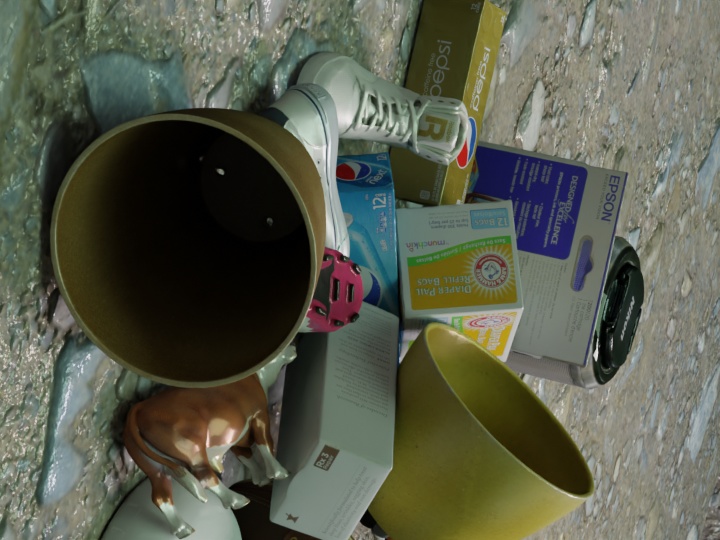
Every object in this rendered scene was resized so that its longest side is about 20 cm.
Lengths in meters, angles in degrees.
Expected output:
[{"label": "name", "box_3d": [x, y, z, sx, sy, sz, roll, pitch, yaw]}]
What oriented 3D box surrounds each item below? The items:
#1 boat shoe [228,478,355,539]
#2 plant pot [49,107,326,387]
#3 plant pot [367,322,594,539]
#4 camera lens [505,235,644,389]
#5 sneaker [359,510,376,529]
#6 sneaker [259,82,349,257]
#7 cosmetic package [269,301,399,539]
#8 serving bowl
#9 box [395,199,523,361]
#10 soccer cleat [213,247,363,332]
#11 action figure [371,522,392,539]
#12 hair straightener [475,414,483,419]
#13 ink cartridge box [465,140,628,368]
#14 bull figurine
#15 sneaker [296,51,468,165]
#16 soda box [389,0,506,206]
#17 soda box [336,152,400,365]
[{"label": "boat shoe", "box_3d": [-0.042, 0.241, 1.547, 0.072, 0.199, 0.067, -62, 162, 19]}, {"label": "plant pot", "box_3d": [-0.096, -0.038, 1.330, 0.200, 0.184, 0.188, -50, 147, -69]}, {"label": "plant pot", "box_3d": [0.080, 0.166, 1.603, 0.142, 0.200, 0.200, -46, 162, 15]}, {"label": "camera lens", "box_3d": [0.187, 0.029, 1.965, 0.160, 0.198, 0.161, -42, 139, -53]}, {"label": "sneaker", "box_3d": [-0.006, 0.172, 1.773, 0.091, 0.076, 0.202, -38, 135, -37]}, {"label": "sneaker", "box_3d": [-0.058, -0.054, 1.540, 0.071, 0.073, 0.202, -28, 125, -37]}, {"label": "cosmetic package", "box_3d": [-0.020, 0.120, 1.565, 0.201, 0.073, 0.102, -88, -157, -52]}, {"label": "serving bowl", "box_3d": [-0.145, 0.262, 1.485, 0.200, 0.065, 0.202, -42, 139, -53]}, {"label": "box", "box_3d": [0.085, 0.017, 1.729, 0.200, 0.111, 0.102, 90, -4, -74]}, {"label": "soccer cleat", "box_3d": [-0.074, 0.016, 1.488, 0.199, 0.086, 0.071, -4, 95, -58]}, {"label": "action figure", "box_3d": [0.074, 0.291, 1.721, 0.193, 0.104, 0.202, -19, 94, -67]}, {"label": "hair straightener", "box_3d": [0.053, 0.120, 1.780, 0.041, 0.200, 0.078, -23, 90, -22]}, {"label": "ink cartridge box", "box_3d": [0.156, -0.019, 1.870, 0.043, 0.198, 0.200, 14, 89, -69]}, {"label": "bull figurine", "box_3d": [-0.109, 0.121, 1.470, 0.199, 0.065, 0.122, -28, 91, -52]}, {"label": "sneaker", "box_3d": [0.028, -0.138, 1.619, 0.200, 0.115, 0.074, 1, 103, -65]}, {"label": "soda box", "box_3d": [0.080, -0.161, 1.793, 0.068, 0.063, 0.202, 11, 91, -67]}, {"label": "soda box", "box_3d": [0.000, 0.000, 1.661, 0.068, 0.063, 0.202, -98, -176, -58]}]
